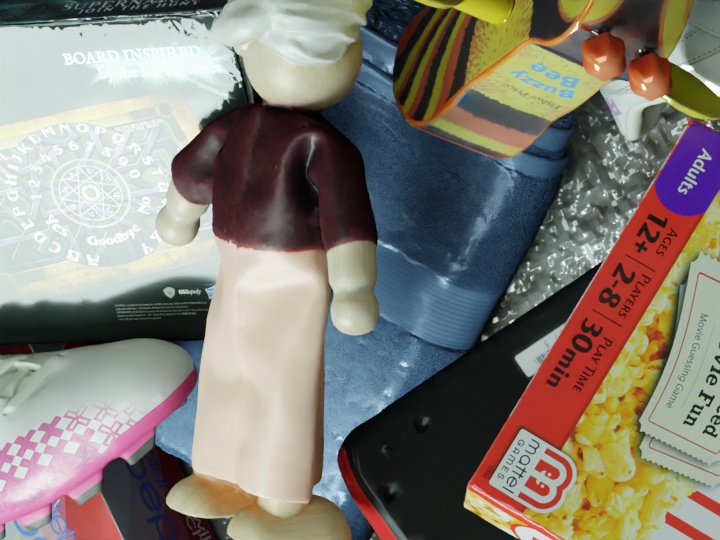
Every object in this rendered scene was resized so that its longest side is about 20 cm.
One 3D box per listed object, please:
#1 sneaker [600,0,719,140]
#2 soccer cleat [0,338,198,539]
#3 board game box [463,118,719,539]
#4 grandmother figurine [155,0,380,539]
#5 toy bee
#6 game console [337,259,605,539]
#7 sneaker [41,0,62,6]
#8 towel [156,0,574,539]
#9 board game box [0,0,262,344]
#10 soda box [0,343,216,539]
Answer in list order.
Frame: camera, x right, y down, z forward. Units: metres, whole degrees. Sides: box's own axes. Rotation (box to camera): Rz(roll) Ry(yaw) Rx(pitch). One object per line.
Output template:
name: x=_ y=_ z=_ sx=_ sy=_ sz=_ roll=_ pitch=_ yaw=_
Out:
sneaker: x=0.166 y=-0.092 z=0.923 sx=0.200 sy=0.075 sz=0.100 roll=-6 pitch=102 yaw=35
soccer cleat: x=-0.154 y=0.060 z=1.015 sx=0.200 sy=0.070 sz=0.086 roll=-28 pitch=104 yaw=30
board game box: x=0.158 y=0.064 z=0.901 sx=0.200 sy=0.046 sz=0.152 roll=30 pitch=77 yaw=8
grandmother figurine: x=-0.029 y=-0.012 z=0.916 sx=0.121 sy=0.061 sz=0.200 roll=17 pitch=106 yaw=39
toy bee: x=0.065 y=-0.089 z=0.863 sx=0.131 sy=0.109 sz=0.200 roll=8 pitch=142 yaw=-4
game console: x=0.118 y=0.080 z=0.937 sx=0.200 sy=0.031 sz=0.177 roll=-33 pitch=77 yaw=-8
sneaker: x=-0.084 y=-0.076 z=1.039 sx=0.071 sy=0.098 sz=0.201 roll=9 pitch=123 yaw=10
towel: x=0.000 y=0.000 z=1.023 sx=0.112 sy=0.049 sz=0.200 roll=33 pitch=110 yaw=17
board game box: x=-0.124 y=-0.036 z=0.997 sx=0.200 sy=0.028 sz=0.135 roll=-2 pitch=118 yaw=18
soda box: x=-0.117 y=0.087 z=1.083 sx=0.070 sy=0.063 sz=0.200 roll=-28 pitch=86 yaw=27
